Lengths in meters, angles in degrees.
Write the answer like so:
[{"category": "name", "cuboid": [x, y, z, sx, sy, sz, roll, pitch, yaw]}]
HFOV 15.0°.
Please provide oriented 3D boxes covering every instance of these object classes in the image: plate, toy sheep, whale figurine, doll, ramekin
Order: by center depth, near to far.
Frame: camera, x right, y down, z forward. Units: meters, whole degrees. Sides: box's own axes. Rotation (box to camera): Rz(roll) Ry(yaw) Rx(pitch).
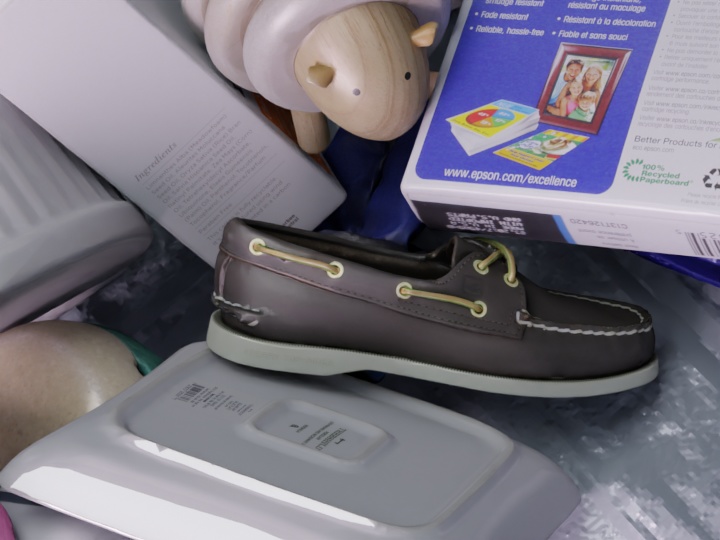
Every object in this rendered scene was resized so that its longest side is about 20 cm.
[{"category": "plate", "cuboid": [-0.021, 0.079, 1.135, 0.200, 0.200, 0.032, 18, 109, 15]}, {"category": "toy sheep", "cuboid": [-0.023, -0.140, 1.228, 0.138, 0.138, 0.200, -32, 61, 5]}, {"category": "ramekin", "cuboid": [-0.202, -0.004, 1.257, 0.202, 0.202, 0.094, -32, 86, 5]}, {"category": "whale figurine", "cuboid": [-0.150, 0.115, 1.273, 0.200, 0.104, 0.159, -50, 57, 21]}, {"category": "doll", "cuboid": [0.000, 0.000, 1.285, 0.136, 0.048, 0.200, 5, 63, 34]}]

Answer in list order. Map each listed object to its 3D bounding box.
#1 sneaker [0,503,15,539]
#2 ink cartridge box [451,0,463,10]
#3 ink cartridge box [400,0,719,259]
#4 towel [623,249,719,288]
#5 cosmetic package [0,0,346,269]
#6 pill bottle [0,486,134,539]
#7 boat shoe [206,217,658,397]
[{"category": "sneaker", "cuboid": [-0.198, 0.056, 1.084, 0.080, 0.086, 0.200, -39, 52, 6]}, {"category": "ink cartridge box", "cuboid": [-0.056, -0.178, 1.377, 0.200, 0.084, 0.145, -19, 53, -3]}, {"category": "ink cartridge box", "cuboid": [0.138, -0.102, 1.192, 0.197, 0.047, 0.200, 6, 61, 27]}, {"category": "towel", "cuboid": [0.200, -0.079, 1.238, 0.147, 0.050, 0.200, 26, 73, 29]}, {"category": "cosmetic package", "cuboid": [-0.104, -0.090, 1.257, 0.071, 0.200, 0.102, -42, 38, 10]}, {"category": "pill bottle", "cuboid": [-0.135, 0.148, 1.129, 0.200, 0.120, 0.120, 5, 62, 33]}, {"category": "boat shoe", "cuboid": [0.035, 0.015, 1.194, 0.201, 0.061, 0.072, 5, 14, -7]}]
